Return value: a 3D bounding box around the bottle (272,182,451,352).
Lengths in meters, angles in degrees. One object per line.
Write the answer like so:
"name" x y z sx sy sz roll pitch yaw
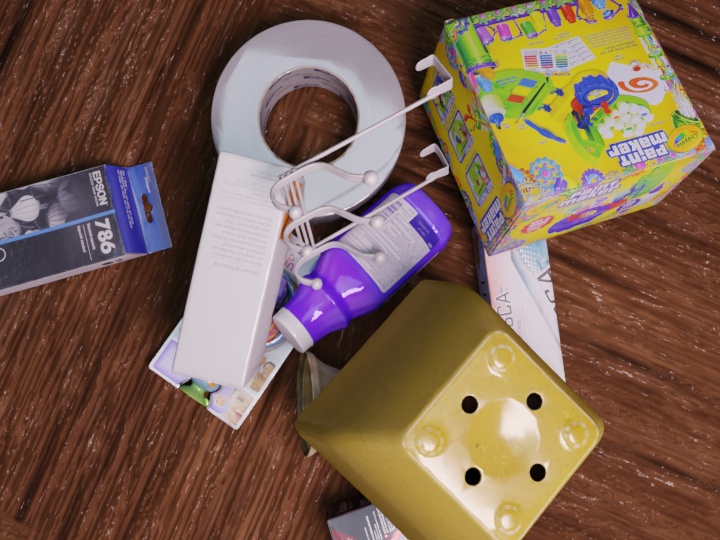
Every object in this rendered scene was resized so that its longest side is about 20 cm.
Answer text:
"bottle" 0.000 0.000 0.826 0.200 0.065 0.084 -42 84 -16

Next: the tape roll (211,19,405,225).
"tape roll" -0.053 -0.151 0.854 0.197 0.066 0.203 0 86 -1

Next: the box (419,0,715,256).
"box" 0.190 -0.147 0.792 0.198 0.122 0.195 -16 72 -14

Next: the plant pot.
"plant pot" 0.085 0.130 0.687 0.195 0.200 0.194 44 78 -3

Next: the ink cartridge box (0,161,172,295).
"ink cartridge box" -0.305 -0.046 0.855 0.198 0.039 0.101 -17 86 -3

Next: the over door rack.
"over door rack" 0.016 -0.077 0.741 0.200 0.148 0.067 -41 67 -15

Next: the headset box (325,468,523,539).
"headset box" 0.062 0.287 0.818 0.198 0.075 0.150 -19 86 -3

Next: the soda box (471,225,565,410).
"soda box" 0.163 0.046 0.845 0.067 0.064 0.203 -7 86 -2

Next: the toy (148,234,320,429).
"toy" -0.118 0.050 0.846 0.115 0.047 0.201 34 86 0

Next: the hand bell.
"hand bell" 0.040 0.131 0.835 0.197 0.104 0.106 0 86 -13

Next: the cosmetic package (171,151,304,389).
"cosmetic package" -0.112 -0.002 0.768 0.070 0.101 0.203 14 94 1
